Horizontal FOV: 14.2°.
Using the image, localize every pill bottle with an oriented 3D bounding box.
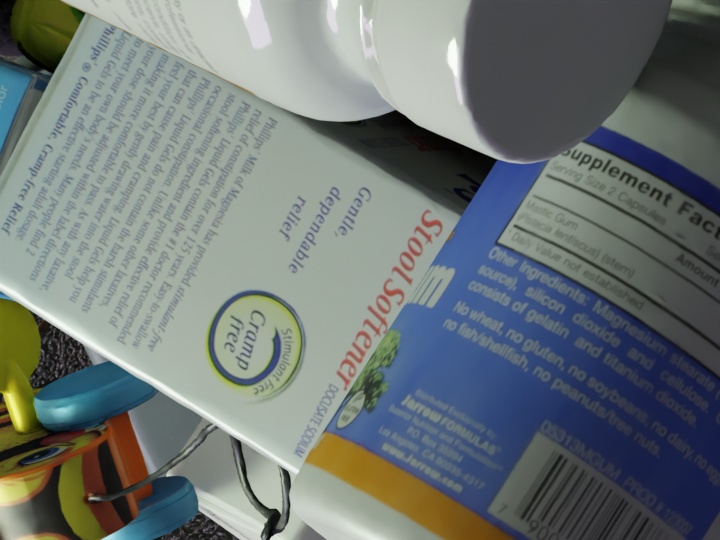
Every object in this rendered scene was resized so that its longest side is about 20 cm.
[{"bbox_3d":[0.077,0.011,0.814,0.112,0.200,0.112,32,171,5],"label":"pill bottle"},{"bbox_3d":[-0.016,-0.105,0.799,0.200,0.114,0.114,27,170,36],"label":"pill bottle"}]

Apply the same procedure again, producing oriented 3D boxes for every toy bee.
[{"bbox_3d":[-0.117,0.071,1.069,0.131,0.109,0.200,66,159,9],"label":"toy bee"}]

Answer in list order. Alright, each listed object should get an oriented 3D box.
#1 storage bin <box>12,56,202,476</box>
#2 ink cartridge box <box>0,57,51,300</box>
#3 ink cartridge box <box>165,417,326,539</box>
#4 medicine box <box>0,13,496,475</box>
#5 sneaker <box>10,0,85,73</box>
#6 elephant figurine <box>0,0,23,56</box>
[{"bbox_3d":[-0.089,0.003,1.291,0.134,0.145,0.200,-95,-17,-63],"label":"storage bin"},{"bbox_3d":[-0.181,-0.053,1.106,0.200,0.085,0.145,19,180,25],"label":"ink cartridge box"},{"bbox_3d":[0.038,0.044,1.160,0.084,0.200,0.145,25,169,45],"label":"ink cartridge box"},{"bbox_3d":[0.000,0.000,0.987,0.200,0.103,0.182,31,-169,13],"label":"medicine box"},{"bbox_3d":[-0.044,-0.094,1.129,0.074,0.084,0.200,26,-173,41],"label":"sneaker"},{"bbox_3d":[-0.166,-0.153,1.105,0.200,0.142,0.155,34,-157,-23],"label":"elephant figurine"}]
